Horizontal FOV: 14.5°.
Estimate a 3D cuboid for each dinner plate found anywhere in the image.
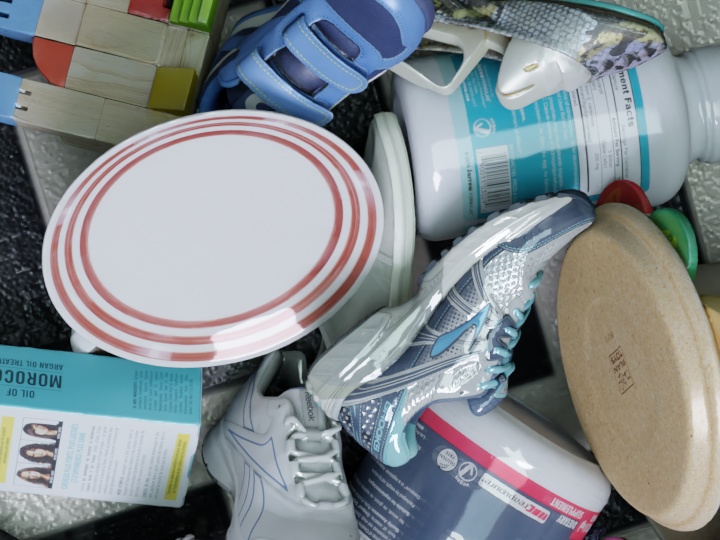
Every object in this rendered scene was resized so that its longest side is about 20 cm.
[{"bbox_3d":[-0.085,-0.021,1.626,0.199,0.024,0.201,-8,136,-7],"label":"dinner plate"}]

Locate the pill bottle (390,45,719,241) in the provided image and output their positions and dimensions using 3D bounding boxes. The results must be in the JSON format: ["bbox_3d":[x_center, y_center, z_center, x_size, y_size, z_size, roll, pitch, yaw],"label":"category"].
[{"bbox_3d":[0.123,-0.085,1.696,0.198,0.111,0.112,-9,102,-6],"label":"pill bottle"}]

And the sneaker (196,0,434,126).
[{"bbox_3d":[-0.028,-0.118,1.593,0.074,0.200,0.082,42,58,-11],"label":"sneaker"}]

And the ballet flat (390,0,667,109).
[{"bbox_3d":[0.075,-0.129,1.628,0.199,0.072,0.073,14,100,16],"label":"ballet flat"}]

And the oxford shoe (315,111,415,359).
[{"bbox_3d":[0.000,0.000,1.699,0.057,0.075,0.201,2,120,-7],"label":"oxford shoe"}]

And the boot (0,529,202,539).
[{"bbox_3d":[-0.142,0.188,1.684,0.199,0.174,0.070,35,53,-20],"label":"boot"}]

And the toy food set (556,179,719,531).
[{"bbox_3d":[0.170,0.050,1.633,0.048,0.200,0.199,-14,60,-18],"label":"toy food set"}]

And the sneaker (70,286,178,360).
[{"bbox_3d":[-0.105,-0.026,1.711,0.200,0.073,0.085,-39,70,8],"label":"sneaker"}]

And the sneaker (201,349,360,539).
[{"bbox_3d":[-0.041,0.120,1.663,0.074,0.200,0.088,10,118,-27],"label":"sneaker"}]

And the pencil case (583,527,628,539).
[{"bbox_3d":[0.198,0.248,1.733,0.200,0.091,0.094,42,137,-13],"label":"pencil case"}]

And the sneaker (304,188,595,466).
[{"bbox_3d":[0.067,0.034,1.636,0.200,0.078,0.086,-41,80,13],"label":"sneaker"}]

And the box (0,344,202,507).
[{"bbox_3d":[-0.198,0.090,1.700,0.198,0.049,0.083,7,136,-9],"label":"box"}]

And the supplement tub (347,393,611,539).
[{"bbox_3d":[0.047,0.171,1.719,0.140,0.140,0.201,31,95,-12],"label":"supplement tub"}]

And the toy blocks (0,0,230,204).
[{"bbox_3d":[-0.151,-0.149,1.658,0.136,0.100,0.201,14,83,4],"label":"toy blocks"}]

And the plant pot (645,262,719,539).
[{"bbox_3d":[0.275,0.069,1.726,0.199,0.187,0.189,-15,103,-19],"label":"plant pot"}]
